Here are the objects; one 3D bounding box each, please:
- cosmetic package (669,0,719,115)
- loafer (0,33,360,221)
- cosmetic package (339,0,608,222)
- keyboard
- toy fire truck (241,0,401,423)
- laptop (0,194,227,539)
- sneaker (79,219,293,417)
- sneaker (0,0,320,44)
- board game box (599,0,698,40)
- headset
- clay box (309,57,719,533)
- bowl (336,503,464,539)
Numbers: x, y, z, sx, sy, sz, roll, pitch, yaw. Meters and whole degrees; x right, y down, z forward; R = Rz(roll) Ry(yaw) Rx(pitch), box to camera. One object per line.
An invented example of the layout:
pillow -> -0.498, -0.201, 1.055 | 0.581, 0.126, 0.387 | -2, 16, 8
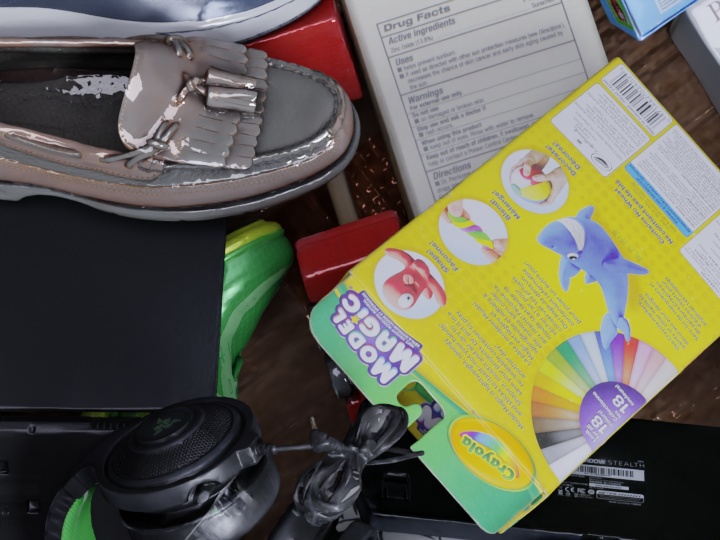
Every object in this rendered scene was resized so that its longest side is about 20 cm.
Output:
cosmetic package -> 0.227, -0.051, 1.268 | 0.101, 0.074, 0.200 | -32, 84, -2
loafer -> -0.102, -0.064, 1.189 | 0.199, 0.063, 0.072 | 0, 58, 10
cosmetic package -> 0.066, -0.046, 1.272 | 0.105, 0.071, 0.201 | -16, 83, -1
keyboard -> 0.093, 0.102, 1.172 | 0.199, 0.104, 0.040 | 5, 128, 1
toy fire truck -> 0.000, 0.000, 1.254 | 0.049, 0.141, 0.201 | -17, 122, 2
laptop -> -0.141, 0.063, 1.229 | 0.176, 0.103, 0.201 | 0, 116, 4
sneaker -> -0.079, 0.069, 1.267 | 0.083, 0.074, 0.200 | 31, 96, 4
sneaker -> -0.101, -0.165, 1.190 | 0.201, 0.147, 0.077 | -3, 41, -15
board game box -> 0.130, -0.219, 1.206 | 0.151, 0.037, 0.200 | -34, 120, -8
headset -> -0.048, 0.106, 1.119 | 0.123, 0.094, 0.200 | 44, 131, -6
clay box -> 0.071, 0.014, 1.162 | 0.200, 0.048, 0.115 | -38, 84, -33
bowl -> 0.042, 0.185, 1.201 | 0.200, 0.094, 0.202 | -1, 104, -2
